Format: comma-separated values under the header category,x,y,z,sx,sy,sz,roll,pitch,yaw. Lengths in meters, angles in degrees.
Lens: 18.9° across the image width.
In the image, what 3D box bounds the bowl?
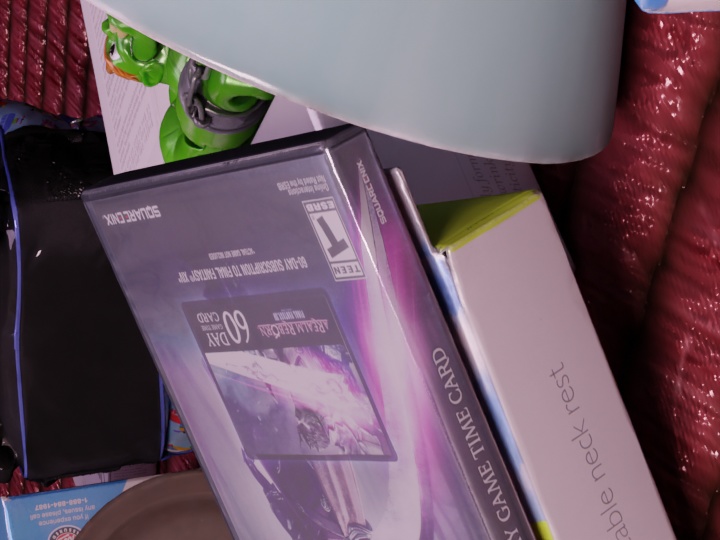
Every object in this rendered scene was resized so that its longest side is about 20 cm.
category,x,y,z,sx,sy,sz,roll,pitch,yaw
bowl,0.001,-0.123,0.623,0.106,0.200,0.201,-67,28,18

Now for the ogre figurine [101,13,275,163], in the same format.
category,x,y,z,sx,sy,sz,roll,pitch,yaw
ogre figurine,-0.044,-0.104,0.836,0.120,0.097,0.201,112,150,-43

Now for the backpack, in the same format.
category,x,y,z,sx,sy,sz,roll,pitch,yaw
backpack,-0.160,-0.002,1.193,0.200,0.133,0.184,-124,33,-60

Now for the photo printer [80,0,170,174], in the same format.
category,x,y,z,sx,sy,sz,roll,pitch,yaw
photo printer,-0.085,-0.118,1.028,0.167,0.069,0.201,121,139,-61

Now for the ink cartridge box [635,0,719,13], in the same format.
category,x,y,z,sx,sy,sz,roll,pitch,yaw
ink cartridge box,0.076,-0.177,0.493,0.147,0.084,0.201,100,155,-42

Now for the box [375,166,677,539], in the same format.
category,x,y,z,sx,sy,sz,roll,pitch,yaw
box,0.029,0.058,0.644,0.122,0.047,0.201,-5,110,55

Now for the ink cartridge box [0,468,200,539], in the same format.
category,x,y,z,sx,sy,sz,roll,pitch,yaw
ink cartridge box,-0.132,0.219,1.197,0.125,0.128,0.202,155,108,-71

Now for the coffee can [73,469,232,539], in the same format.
category,x,y,z,sx,sy,sz,roll,pitch,yaw
coffee can,-0.090,0.194,1.028,0.200,0.145,0.147,125,135,-63

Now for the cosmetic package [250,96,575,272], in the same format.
category,x,y,z,sx,sy,sz,roll,pitch,yaw
cosmetic package,0.000,0.000,0.792,0.102,0.074,0.200,68,157,13

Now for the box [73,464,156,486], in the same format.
category,x,y,z,sx,sy,sz,roll,pitch,yaw
box,-0.164,0.070,1.391,0.145,0.036,0.201,-123,32,-53

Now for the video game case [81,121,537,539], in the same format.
category,x,y,z,sx,sy,sz,roll,pitch,yaw
video game case,-0.005,0.059,0.632,0.142,0.019,0.201,-6,109,56
